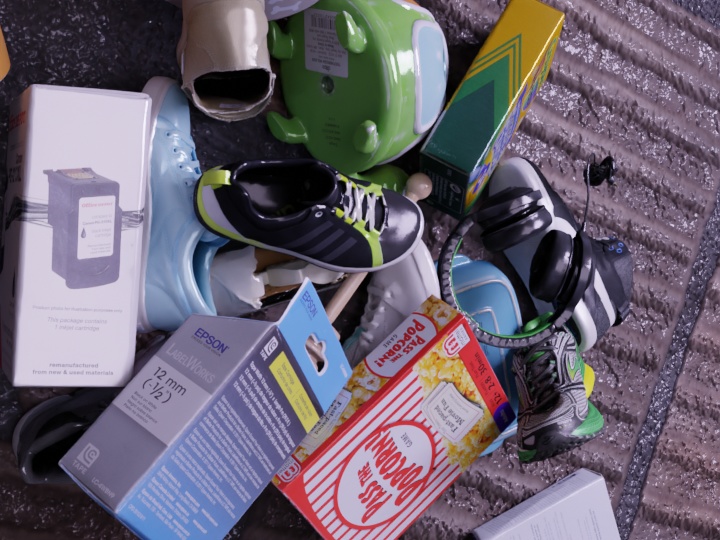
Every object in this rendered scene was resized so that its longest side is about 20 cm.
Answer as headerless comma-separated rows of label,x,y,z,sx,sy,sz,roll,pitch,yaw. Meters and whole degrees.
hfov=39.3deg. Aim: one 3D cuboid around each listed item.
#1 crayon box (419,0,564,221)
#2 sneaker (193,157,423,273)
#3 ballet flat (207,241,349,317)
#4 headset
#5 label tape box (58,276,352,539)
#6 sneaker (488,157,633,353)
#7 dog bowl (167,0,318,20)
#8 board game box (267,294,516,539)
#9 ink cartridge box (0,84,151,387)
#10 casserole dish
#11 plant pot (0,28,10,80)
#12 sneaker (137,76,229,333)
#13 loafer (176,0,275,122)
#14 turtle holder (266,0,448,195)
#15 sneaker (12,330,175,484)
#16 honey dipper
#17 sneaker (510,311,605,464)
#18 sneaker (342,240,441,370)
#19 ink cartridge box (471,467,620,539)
crayon box,0.121,-0.155,0.895,0.051,0.126,0.201,28,79,10
sneaker,-0.028,-0.043,0.756,0.199,0.083,0.072,5,75,-29
ballet flat,-0.079,0.001,0.839,0.199,0.068,0.068,-17,100,-24
headset,0.152,-0.024,0.883,0.123,0.094,0.200,44,87,-3
label tape box,-0.101,0.104,0.725,0.200,0.066,0.143,-51,151,-20
sneaker,0.202,-0.031,0.986,0.112,0.073,0.201,-31,104,-35
dog bowl,-0.094,-0.273,0.769,0.199,0.059,0.201,4,59,-7
board game box,0.028,0.140,0.843,0.200,0.046,0.152,-43,133,-11
ink cartridge box,-0.212,-0.026,0.729,0.084,0.145,0.201,4,92,-25
casserole dish,0.110,0.084,0.957,0.121,0.039,0.201,-17,100,-26
plant pot,-0.326,-0.190,0.649,0.200,0.200,0.184,-34,123,-21
sneaker,-0.134,-0.051,0.787,0.082,0.074,0.201,1,89,8
loafer,-0.101,-0.146,0.751,0.075,0.200,0.069,-5,79,-4
turtle holder,0.013,-0.146,0.838,0.131,0.141,0.186,-23,92,-40
sneaker,-0.167,0.109,0.760,0.199,0.115,0.075,-30,103,-10
honey dipper,0.000,0.000,0.828,0.038,0.038,0.200,40,77,-23
sneaker,0.160,0.101,0.884,0.078,0.200,0.085,-25,103,15
sneaker,0.019,0.057,0.883,0.088,0.075,0.201,-8,107,-18
ink cartridge box,0.182,0.330,1.008,0.199,0.041,0.200,-22,103,-23
